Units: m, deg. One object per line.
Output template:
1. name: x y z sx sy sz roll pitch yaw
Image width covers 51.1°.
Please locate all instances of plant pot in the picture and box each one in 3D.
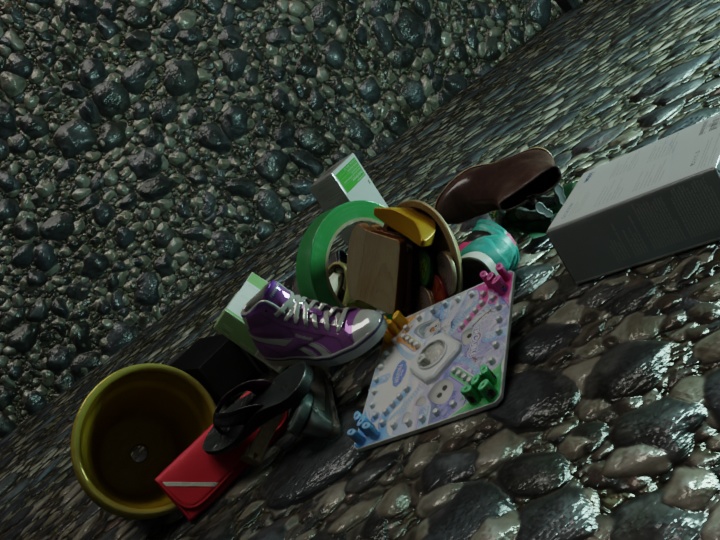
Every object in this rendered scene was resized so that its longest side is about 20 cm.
1. plant pot: -0.312 0.253 1.080 0.200 0.201 0.189 -41 0 -29

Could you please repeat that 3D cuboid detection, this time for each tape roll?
1. tape roll: 0.000 0.000 1.126 0.200 0.202 0.048 -42 15 -31

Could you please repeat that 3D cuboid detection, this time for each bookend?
1. bookend: -0.299 0.216 1.375 0.199 0.093 0.198 -45 17 -33

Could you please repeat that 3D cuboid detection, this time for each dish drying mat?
1. dish drying mat: -0.179 0.238 1.019 0.200 0.077 0.018 -42 -13 -29

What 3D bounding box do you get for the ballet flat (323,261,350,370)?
1. ballet flat: -0.064 0.077 1.145 0.063 0.067 0.204 57 -129 -65

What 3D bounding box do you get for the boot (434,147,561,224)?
1. boot: 0.193 -0.115 1.099 0.197 0.073 0.167 -29 12 14

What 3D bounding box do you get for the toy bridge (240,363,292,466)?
1. toy bridge: -0.104 0.161 1.015 0.203 0.027 0.067 -67 9 -28

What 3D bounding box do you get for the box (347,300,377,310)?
1. box: -0.020 0.068 1.278 0.198 0.051 0.075 -24 17 40

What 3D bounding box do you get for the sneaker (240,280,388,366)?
1. sneaker: -0.069 0.061 0.960 0.197 0.116 0.073 -12 33 27

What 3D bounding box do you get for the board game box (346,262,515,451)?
1. board game box: 0.082 0.095 0.863 0.198 0.026 0.202 -27 28 34

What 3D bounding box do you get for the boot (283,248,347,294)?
1. boot: -0.068 0.061 1.223 0.130 0.069 0.203 -28 47 28

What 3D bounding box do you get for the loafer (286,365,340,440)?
1. loafer: -0.059 0.177 1.001 0.200 0.062 0.073 -97 32 -80

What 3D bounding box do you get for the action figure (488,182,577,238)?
1. action figure: 0.249 -0.093 1.167 0.118 0.055 0.200 -41 9 -13

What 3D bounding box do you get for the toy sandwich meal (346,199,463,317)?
1. toy sandwich meal: 0.056 -0.001 1.007 0.069 0.210 0.204 -8 -3 -32

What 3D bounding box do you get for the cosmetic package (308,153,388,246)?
1. cosmetic package: -0.010 -0.136 1.650 0.084 0.201 0.108 -24 18 41

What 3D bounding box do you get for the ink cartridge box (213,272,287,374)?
1. ink cartridge box: -0.173 0.090 1.371 0.048 0.144 0.200 -53 7 17

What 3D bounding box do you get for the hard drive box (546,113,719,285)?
1. hard drive box: 0.330 -0.082 0.846 0.198 0.078 0.156 -22 18 45

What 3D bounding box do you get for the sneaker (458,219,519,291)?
1. sneaker: 0.148 -0.009 1.047 0.120 0.084 0.199 -38 8 -31

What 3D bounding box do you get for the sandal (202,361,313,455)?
1. sandal: -0.141 0.167 0.959 0.199 0.048 0.076 -37 25 26
